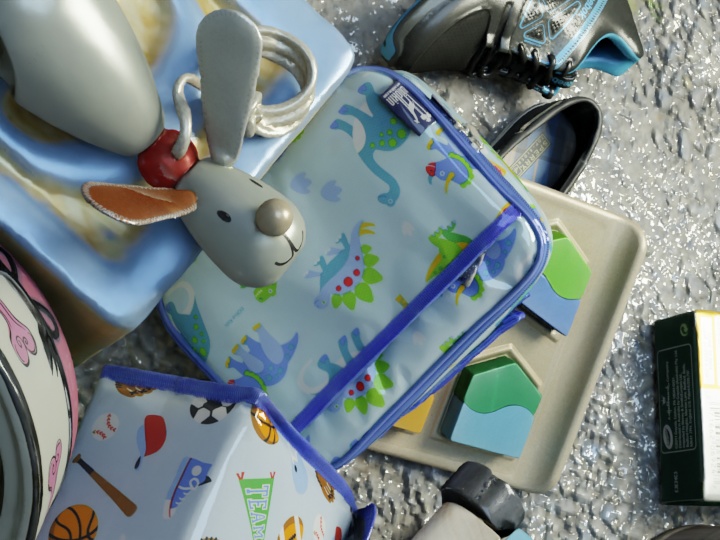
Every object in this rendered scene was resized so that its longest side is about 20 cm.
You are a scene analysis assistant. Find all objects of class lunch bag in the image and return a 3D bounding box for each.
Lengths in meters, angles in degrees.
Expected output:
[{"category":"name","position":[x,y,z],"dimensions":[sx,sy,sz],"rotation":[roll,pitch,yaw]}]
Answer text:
[{"category":"lunch bag","position":[-0.073,0.171,0.705],"dimensions":[0.172,0.122,0.201],"rotation":[-67,149,-25]},{"category":"lunch bag","position":[0.000,0.000,0.758],"dimensions":[0.200,0.082,0.161],"rotation":[-43,86,12]}]

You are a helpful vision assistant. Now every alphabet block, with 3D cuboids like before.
[{"category":"alphabet block","position":[-0.157,-0.082,0.699],"dimensions":[0.196,0.200,0.196],"rotation":[44,65,-10]}]

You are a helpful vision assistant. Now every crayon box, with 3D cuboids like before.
[{"category":"crayon box","position":[0.301,0.101,0.959],"dimensions":[0.197,0.051,0.128],"rotation":[6,76,-23]}]

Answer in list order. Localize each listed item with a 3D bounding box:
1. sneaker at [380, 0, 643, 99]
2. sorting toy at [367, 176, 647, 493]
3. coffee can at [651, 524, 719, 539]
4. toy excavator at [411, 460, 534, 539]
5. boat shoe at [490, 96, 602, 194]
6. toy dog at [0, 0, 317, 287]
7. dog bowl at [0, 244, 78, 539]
[{"category":"sneaker","position":[0.106,-0.155,0.904],"dimensions":[0.198,0.073,0.083],"rotation":[-18,77,-27]},{"category":"sorting toy","position":[0.063,0.031,0.831],"dimensions":[0.198,0.036,0.187],"rotation":[18,97,-19]},{"category":"coffee can","position":[0.269,0.226,0.833],"dimensions":[0.145,0.200,0.149],"rotation":[6,76,-24]},{"category":"toy excavator","position":[0.094,0.239,0.795],"dimensions":[0.199,0.195,0.100],"rotation":[40,62,19]},{"category":"boat shoe","position":[0.094,-0.041,0.883],"dimensions":[0.070,0.066,0.200],"rotation":[48,64,-8]},{"category":"toy dog","position":[-0.095,-0.081,0.562],"dimensions":[0.198,0.096,0.134],"rotation":[21,71,-19]},{"category":"dog bowl","position":[-0.212,0.056,0.600],"dimensions":[0.201,0.199,0.074],"rotation":[52,27,-6]}]
